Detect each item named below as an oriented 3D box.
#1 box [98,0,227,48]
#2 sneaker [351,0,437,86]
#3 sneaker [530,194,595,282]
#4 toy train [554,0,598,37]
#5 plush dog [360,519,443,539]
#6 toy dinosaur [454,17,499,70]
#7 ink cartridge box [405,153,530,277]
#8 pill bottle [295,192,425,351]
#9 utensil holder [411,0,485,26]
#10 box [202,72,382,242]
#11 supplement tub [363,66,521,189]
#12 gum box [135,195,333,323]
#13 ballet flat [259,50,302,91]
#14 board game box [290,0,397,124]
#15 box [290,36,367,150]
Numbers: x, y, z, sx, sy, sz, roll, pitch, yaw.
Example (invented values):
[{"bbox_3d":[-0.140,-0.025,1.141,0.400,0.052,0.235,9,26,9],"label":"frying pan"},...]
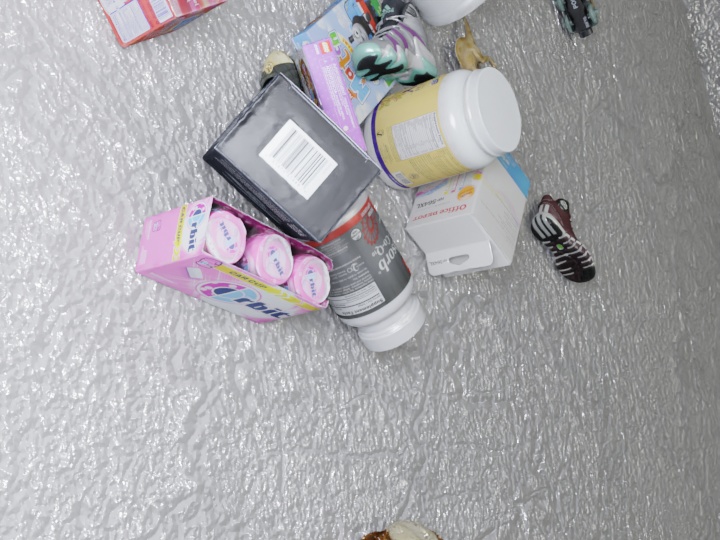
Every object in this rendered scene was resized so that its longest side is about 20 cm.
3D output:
[{"bbox_3d":[-0.244,-0.360,0.926,0.095,0.102,0.201,-41,111,-49],"label":"box"},{"bbox_3d":[0.038,-0.351,1.249,0.200,0.077,0.141,-7,85,-62],"label":"sneaker"},{"bbox_3d":[0.414,-0.075,1.704,0.200,0.075,0.116,48,44,-32],"label":"sneaker"},{"bbox_3d":[0.485,-0.631,1.944,0.201,0.085,0.114,61,31,-21],"label":"toy train"},{"bbox_3d":[0.075,0.404,1.104,0.199,0.160,0.173,25,34,-47],"label":"plush dog"},{"bbox_3d":[0.198,-0.384,1.526,0.101,0.058,0.202,34,55,-41],"label":"toy dinosaur"},{"bbox_3d":[0.170,-0.093,1.353,0.125,0.128,0.201,47,47,-33],"label":"ink cartridge box"},{"bbox_3d":[0.000,0.000,1.123,0.201,0.115,0.116,59,42,-23],"label":"pill bottle"},{"bbox_3d":[0.117,-0.528,1.376,0.200,0.169,0.171,45,48,-33],"label":"utensil holder"},{"bbox_3d":[-0.083,-0.118,0.945,0.148,0.200,0.104,42,84,-15],"label":"box"},{"bbox_3d":[0.120,-0.209,1.263,0.145,0.199,0.147,18,66,-48],"label":"supplement tub"},{"bbox_3d":[-0.133,-0.004,0.957,0.199,0.113,0.067,28,59,-45],"label":"gum box"},{"bbox_3d":[-0.109,-0.190,1.078,0.057,0.066,0.202,13,68,-38],"label":"ballet flat"},{"bbox_3d":[-0.009,-0.320,1.265,0.152,0.036,0.200,59,42,-23],"label":"board game box"},{"bbox_3d":[-0.044,-0.216,1.084,0.200,0.039,0.138,-130,-159,-76],"label":"box"}]
